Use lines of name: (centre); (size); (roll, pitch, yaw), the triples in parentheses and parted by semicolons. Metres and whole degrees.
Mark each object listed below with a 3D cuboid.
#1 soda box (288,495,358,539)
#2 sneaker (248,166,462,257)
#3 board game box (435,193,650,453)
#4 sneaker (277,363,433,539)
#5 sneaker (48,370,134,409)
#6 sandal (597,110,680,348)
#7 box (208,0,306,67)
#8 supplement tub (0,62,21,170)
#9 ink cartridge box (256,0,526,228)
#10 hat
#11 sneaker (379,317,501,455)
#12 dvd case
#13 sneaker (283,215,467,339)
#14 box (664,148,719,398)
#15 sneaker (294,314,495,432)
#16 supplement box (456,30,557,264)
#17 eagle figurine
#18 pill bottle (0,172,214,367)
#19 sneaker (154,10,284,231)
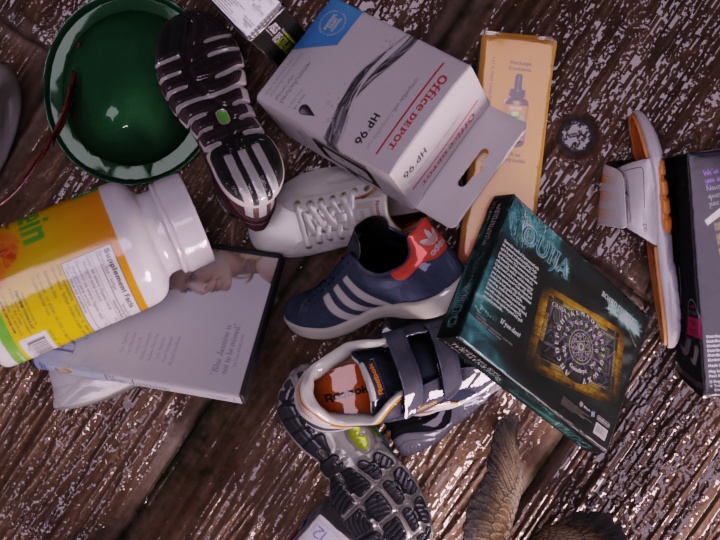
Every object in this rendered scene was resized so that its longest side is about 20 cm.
soda box: (0.020, 0.298, 1.120); (0.200, 0.068, 0.064); (41, 95, 0)
sneaker: (-0.008, -0.058, 1.092); (0.198, 0.085, 0.073); (-17, 100, 6)
board game box: (0.159, 0.047, 1.042); (0.200, 0.028, 0.136); (38, 65, -30)
sneaker: (0.005, 0.166, 1.107); (0.077, 0.080, 0.201); (-32, 87, 15)
sneaker: (-0.192, 0.065, 1.122); (0.198, 0.070, 0.081); (-15, 84, 3)
sandal: (0.236, -0.034, 1.076); (0.059, 0.079, 0.209); (-7, 88, 6)
box: (-0.131, -0.262, 1.039); (0.047, 0.193, 0.200); (-44, 89, 7)
supplement tub: (-0.416, -0.148, 1.089); (0.199, 0.144, 0.146); (23, 94, 3)
ink cartridge box: (0.025, -0.134, 1.043); (0.199, 0.068, 0.116); (32, 82, 30)
hat: (-0.216, -0.149, 1.057); (0.164, 0.176, 0.202); (1, 93, 4)
sneaker: (0.081, 0.063, 1.099); (0.200, 0.075, 0.114); (-42, 89, 5)
dvd case: (-0.178, 0.035, 1.098); (0.198, 0.018, 0.144); (8, 62, 11)
sneaker: (0.000, 0.000, 1.063); (0.199, 0.075, 0.085); (-15, 116, 39)
box: (0.323, -0.003, 1.054); (0.105, 0.122, 0.202); (-4, 92, 5)
sneaker: (0.040, 0.084, 1.027); (0.198, 0.079, 0.079); (-22, 78, 0)
supplement box: (0.126, -0.104, 1.092); (0.066, 0.069, 0.202); (7, 95, 3)
eagle figurine: (0.125, 0.238, 1.063); (0.200, 0.152, 0.151); (-43, 47, -12)
pill bottle: (-0.230, -0.007, 1.052); (0.199, 0.111, 0.112); (-23, 91, -8)
sneaker: (-0.125, -0.119, 1.084); (0.075, 0.116, 0.201); (-18, 66, -11)
